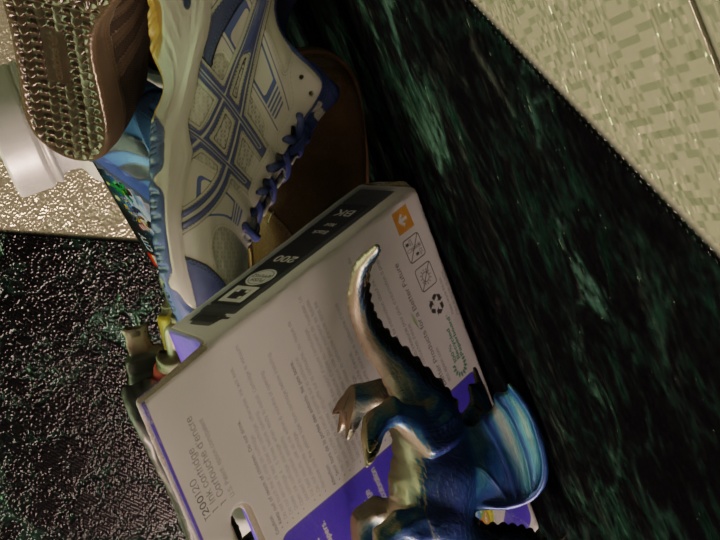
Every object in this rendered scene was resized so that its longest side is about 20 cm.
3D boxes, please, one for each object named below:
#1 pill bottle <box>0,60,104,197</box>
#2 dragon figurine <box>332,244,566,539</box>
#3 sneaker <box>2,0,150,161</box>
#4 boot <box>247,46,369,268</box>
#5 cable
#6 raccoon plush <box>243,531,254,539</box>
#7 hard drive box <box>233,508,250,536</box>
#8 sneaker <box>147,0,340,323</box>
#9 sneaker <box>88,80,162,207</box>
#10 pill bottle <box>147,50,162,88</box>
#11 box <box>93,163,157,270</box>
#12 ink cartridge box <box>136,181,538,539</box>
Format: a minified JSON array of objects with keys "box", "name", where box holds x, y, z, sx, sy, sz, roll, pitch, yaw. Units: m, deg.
[{"box":[-0.158,-0.129,1.360,0.120,0.199,0.120,158,90,-85],"name":"pill bottle"},{"box":[0.044,0.078,0.877,0.059,0.099,0.201,-159,59,-73],"name":"dragon figurine"},{"box":[-0.133,-0.145,0.957,0.200,0.070,0.076,104,-173,-50],"name":"sneaker"},{"box":[-0.023,-0.009,0.979,0.075,0.073,0.201,-150,64,-66],"name":"boot"},{"box":[-0.077,0.101,0.993,0.097,0.050,0.201,-98,-9,-64],"name":"cable"},{"box":[-0.014,0.214,1.244,0.134,0.097,0.200,49,173,-4],"name":"raccoon plush"},{"box":[-0.020,0.152,1.375,0.077,0.155,0.200,-111,1,-46],"name":"hard drive box"},{"box":[-0.053,-0.065,0.923,0.075,0.088,0.201,89,180,-88],"name":"sneaker"},{"box":[-0.089,-0.064,1.057,0.200,0.078,0.066,47,-146,8],"name":"sneaker"},{"box":[-0.105,-0.179,1.074,0.200,0.114,0.114,77,170,-60],"name":"pill bottle"},{"box":[-0.113,-0.108,1.249,0.038,0.137,0.200,22,150,39],"name":"box"},{"box":[-0.014,0.091,0.918,0.043,0.200,0.199,-1,117,43],"name":"ink cartridge box"}]
